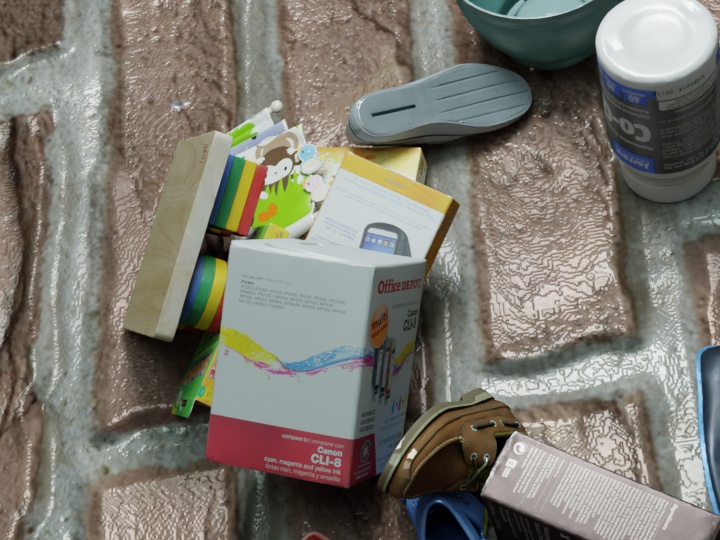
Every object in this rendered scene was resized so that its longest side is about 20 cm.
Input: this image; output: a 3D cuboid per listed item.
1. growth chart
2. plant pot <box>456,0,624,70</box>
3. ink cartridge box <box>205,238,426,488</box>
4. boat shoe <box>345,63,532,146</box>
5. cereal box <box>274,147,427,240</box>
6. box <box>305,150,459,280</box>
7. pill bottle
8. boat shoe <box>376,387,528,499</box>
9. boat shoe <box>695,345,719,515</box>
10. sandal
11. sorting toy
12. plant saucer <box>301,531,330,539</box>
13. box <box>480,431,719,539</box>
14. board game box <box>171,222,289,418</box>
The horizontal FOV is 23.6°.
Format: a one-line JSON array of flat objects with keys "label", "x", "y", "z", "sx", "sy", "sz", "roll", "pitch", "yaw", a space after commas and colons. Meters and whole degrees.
[{"label": "growth chart", "x": -0.102, "y": -0.091, "z": 1.786, "sx": 0.145, "sy": 0.018, "sz": 0.200, "roll": -35, "pitch": 46, "yaw": 13}, {"label": "plant pot", "x": 0.194, "y": -0.296, "z": 1.807, "sx": 0.199, "sy": 0.134, "sz": 0.201, "roll": -7, "pitch": 55, "yaw": 10}, {"label": "ink cartridge box", "x": -0.039, "y": 0.076, "z": 1.562, "sx": 0.144, "sy": 0.145, "sz": 0.201, "roll": 9, "pitch": 96, "yaw": 20}, {"label": "boat shoe", "x": 0.076, "y": -0.169, "z": 1.791, "sx": 0.199, "sy": 0.067, "sz": 0.074, "roll": -7, "pitch": 81, "yaw": -18}, {"label": "cereal box", "x": -0.018, "y": -0.035, "z": 1.747, "sx": 0.143, "sy": 0.040, "sz": 0.201, "roll": 1, "pitch": 58, "yaw": 16}, {"label": "box", "x": 0.000, "y": 0.000, "z": 1.660, "sx": 0.119, "sy": 0.041, "sz": 0.201, "roll": 25, "pitch": 91, "yaw": 18}, {"label": "pill bottle", "x": 0.289, "y": -0.161, "z": 1.652, "sx": 0.113, "sy": 0.200, "sz": 0.114, "roll": -7, "pitch": 55, "yaw": 10}, {"label": "boat shoe", "x": 0.088, "y": 0.156, "z": 1.500, "sx": 0.068, "sy": 0.072, "sz": 0.200, "roll": 35, "pitch": 30, "yaw": 18}, {"label": "boat shoe", "x": 0.334, "y": 0.144, "z": 1.507, "sx": 0.068, "sy": 0.084, "sz": 0.201, "roll": -13, "pitch": 56, "yaw": 20}, {"label": "sandal", "x": 0.077, "y": 0.221, "z": 1.525, "sx": 0.079, "sy": 0.087, "sz": 0.200, "roll": -20, "pitch": 53, "yaw": 3}, {"label": "sorting toy", "x": -0.157, "y": -0.025, "z": 1.680, "sx": 0.069, "sy": 0.200, "sz": 0.200, "roll": 18, "pitch": 86, "yaw": -16}, {"label": "plant saucer", "x": -0.025, "y": 0.356, "z": 1.490, "sx": 0.199, "sy": 0.037, "sz": 0.200, "roll": 29, "pitch": 71, "yaw": 29}, {"label": "box", "x": 0.210, "y": 0.223, "z": 1.481, "sx": 0.199, "sy": 0.100, "sz": 0.075, "roll": 19, "pitch": 64, "yaw": 26}, {"label": "board game box", "x": -0.127, "y": 0.051, "z": 1.663, "sx": 0.030, "sy": 0.096, "sz": 0.201, "roll": 27, "pitch": 81, "yaw": -13}]
